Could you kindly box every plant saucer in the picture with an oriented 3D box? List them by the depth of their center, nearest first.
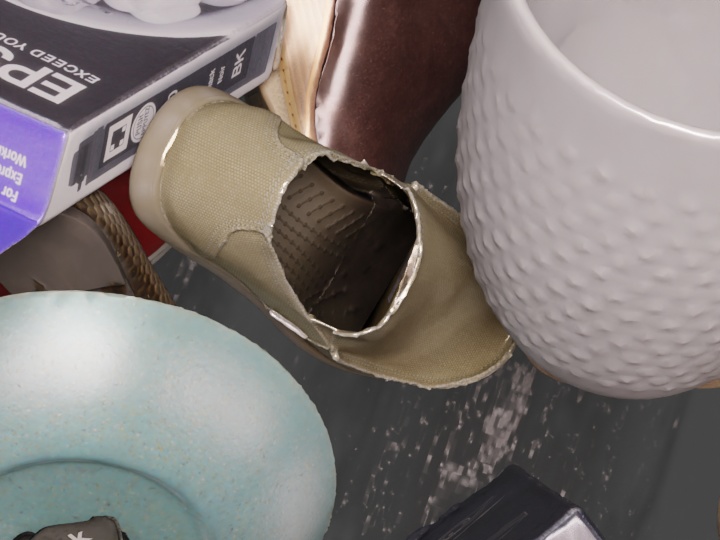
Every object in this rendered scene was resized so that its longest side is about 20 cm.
[{"bbox_3d":[-0.107,0.095,0.947,0.200,0.039,0.202,-3,131,-3],"label":"plant saucer"}]

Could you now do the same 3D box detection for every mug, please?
[{"bbox_3d":[0.130,-0.045,0.884,0.199,0.176,0.148,-7,53,-14],"label":"mug"}]

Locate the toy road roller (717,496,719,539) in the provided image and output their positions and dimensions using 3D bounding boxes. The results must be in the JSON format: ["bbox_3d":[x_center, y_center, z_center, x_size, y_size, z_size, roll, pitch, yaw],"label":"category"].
[{"bbox_3d":[0.220,0.166,0.985,0.199,0.123,0.146,24,99,-3],"label":"toy road roller"}]

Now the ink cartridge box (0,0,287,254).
[{"bbox_3d":[-0.160,-0.083,0.903,0.198,0.200,0.044,23,124,20],"label":"ink cartridge box"}]

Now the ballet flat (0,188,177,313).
[{"bbox_3d":[-0.092,0.026,0.955,0.067,0.200,0.046,-15,48,9],"label":"ballet flat"}]

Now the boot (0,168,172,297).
[{"bbox_3d":[-0.147,-0.009,0.953,0.199,0.144,0.073,-25,89,-4],"label":"boot"}]

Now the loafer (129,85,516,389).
[{"bbox_3d":[0.000,0.000,0.919,0.200,0.068,0.076,27,91,-45],"label":"loafer"}]

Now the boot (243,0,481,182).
[{"bbox_3d":[0.034,-0.088,1.001,0.166,0.072,0.201,-23,102,-12],"label":"boot"}]

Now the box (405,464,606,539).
[{"bbox_3d":[0.025,0.181,0.932,0.196,0.200,0.118,-39,92,-2],"label":"box"}]

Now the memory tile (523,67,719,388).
[{"bbox_3d":[0.125,-0.046,0.969,0.153,0.017,0.201,-1,115,15],"label":"memory tile"}]

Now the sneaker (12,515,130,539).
[{"bbox_3d":[-0.078,0.127,0.855,0.066,0.200,0.091,-46,110,-21],"label":"sneaker"}]
